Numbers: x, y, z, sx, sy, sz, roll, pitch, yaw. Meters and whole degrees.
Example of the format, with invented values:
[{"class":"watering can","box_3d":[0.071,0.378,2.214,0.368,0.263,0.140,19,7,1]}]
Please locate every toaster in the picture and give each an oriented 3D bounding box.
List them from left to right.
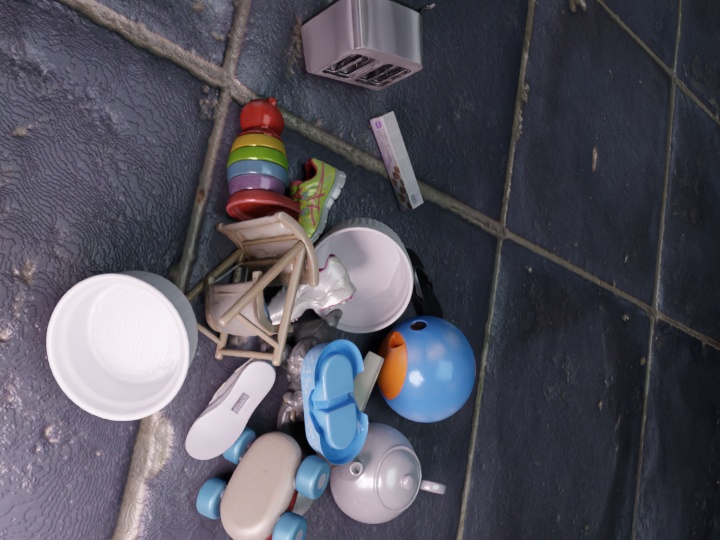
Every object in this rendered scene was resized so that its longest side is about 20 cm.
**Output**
[{"class":"toaster","box_3d":[0.013,-0.429,1.307,0.178,0.198,0.122,1,82,-41]}]

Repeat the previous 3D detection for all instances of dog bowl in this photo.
[{"class":"dog bowl","box_3d":[-0.046,0.213,1.153,0.110,0.049,0.205,-12,99,-44]}]

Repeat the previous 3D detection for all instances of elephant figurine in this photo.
[{"class":"elephant figurine","box_3d":[-0.092,0.198,1.241,0.142,0.151,0.204,-67,145,-62]}]

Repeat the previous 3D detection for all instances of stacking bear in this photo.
[{"class":"stacking bear","box_3d":[-0.171,-0.194,1.197,0.112,0.120,0.205,17,67,-46]}]

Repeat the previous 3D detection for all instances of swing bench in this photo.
[{"class":"swing bench","box_3d":[-0.178,0.027,1.112,0.129,0.197,0.203,41,63,-31]}]

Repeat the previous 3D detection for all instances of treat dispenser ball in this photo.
[{"class":"treat dispenser ball","box_3d":[0.127,0.191,1.367,0.198,0.199,0.206,3,86,-40]}]

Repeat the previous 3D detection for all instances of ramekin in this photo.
[{"class":"ramekin","box_3d":[-0.325,0.097,0.988,0.195,0.098,0.206,0,101,2]},{"class":"ramekin","box_3d":[0.000,0.000,1.277,0.203,0.197,0.105,62,14,-19]}]

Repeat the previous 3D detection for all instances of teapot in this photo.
[{"class":"teapot","box_3d":[0.049,0.389,1.325,0.199,0.144,0.201,-32,109,-38]}]

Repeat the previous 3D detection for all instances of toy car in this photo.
[{"class":"toy car","box_3d":[-0.137,0.382,1.179,0.180,0.181,0.201,-65,153,-22]}]

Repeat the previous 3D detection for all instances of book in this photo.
[{"class":"book","box_3d":[-0.025,0.258,1.284,0.047,0.134,0.203,26,68,-1]}]

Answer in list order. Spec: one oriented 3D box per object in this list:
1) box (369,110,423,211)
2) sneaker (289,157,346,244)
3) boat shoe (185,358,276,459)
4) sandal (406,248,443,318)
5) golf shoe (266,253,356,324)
[{"class":"box","box_3d":[0.076,-0.225,1.453,0.041,0.038,0.204,-33,109,-38]},{"class":"sneaker","box_3d":[-0.102,-0.118,1.276,0.090,0.078,0.203,35,60,-25]},{"class":"boat shoe","box_3d":[-0.210,0.217,1.139,0.071,0.066,0.202,34,97,-11]},{"class":"sandal","box_3d":[0.130,0.034,1.483,0.076,0.042,0.202,-47,117,-32]},{"class":"golf shoe","box_3d":[-0.109,0.036,1.209,0.196,0.075,0.093,-20,101,1]}]
